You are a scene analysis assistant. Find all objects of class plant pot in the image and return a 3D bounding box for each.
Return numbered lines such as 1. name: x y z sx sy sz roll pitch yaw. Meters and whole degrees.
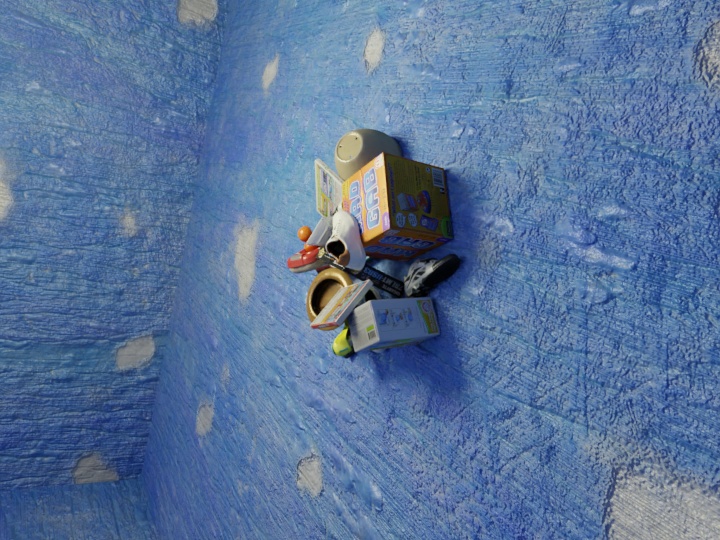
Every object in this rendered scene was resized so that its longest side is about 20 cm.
1. plant pot: 0.002 -0.329 1.608 0.200 0.134 0.201 -11 69 30

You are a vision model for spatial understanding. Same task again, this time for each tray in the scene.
1. tray: -0.043 -0.100 1.533 0.107 0.199 0.022 -55 52 36

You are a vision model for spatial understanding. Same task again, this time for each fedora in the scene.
1. fedora: -0.073 0.090 1.649 0.200 0.082 0.201 -13 70 40

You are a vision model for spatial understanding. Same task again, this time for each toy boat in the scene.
1. toy boat: -0.160 -0.082 1.800 0.130 0.200 0.131 -11 107 35

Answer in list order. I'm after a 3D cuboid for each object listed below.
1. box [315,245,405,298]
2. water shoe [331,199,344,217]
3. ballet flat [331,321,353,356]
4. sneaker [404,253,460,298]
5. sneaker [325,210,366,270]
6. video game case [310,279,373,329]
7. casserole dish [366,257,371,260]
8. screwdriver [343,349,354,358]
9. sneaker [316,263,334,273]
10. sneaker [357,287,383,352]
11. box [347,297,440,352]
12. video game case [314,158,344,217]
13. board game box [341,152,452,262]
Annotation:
1. box: 0.000 0.000 1.530 0.198 0.200 0.050 23 87 61
2. water shoe: 0.003 -0.174 1.578 0.079 0.200 0.072 -36 70 45
3. ballet flat: -0.020 0.179 1.610 0.067 0.200 0.067 -23 107 29
4. sneaker: 0.169 -0.004 1.411 0.200 0.074 0.089 -42 52 44
5. sneaker: -0.050 -0.086 1.382 0.073 0.084 0.200 -61 34 33
6. video game case: -0.053 0.092 1.457 0.143 0.017 0.200 -50 12 -22
7. casserole dish: 0.026 -0.090 1.674 0.200 0.039 0.122 -33 58 50
8. screwdriver: 0.004 0.200 1.663 0.200 0.028 0.029 -52 15 35
9. sneaker: -0.073 0.005 1.796 0.200 0.077 0.082 1 112 56
10. sneaker: 0.032 0.135 1.522 0.116 0.073 0.201 -174 68 -83
11. box: 0.084 0.134 1.393 0.112 0.199 0.102 -33 64 50
12. video game case: -0.081 -0.213 1.696 0.182 0.022 0.200 46 151 34
13. board game box: 0.089 -0.155 1.443 0.200 0.199 0.201 -26 62 52
